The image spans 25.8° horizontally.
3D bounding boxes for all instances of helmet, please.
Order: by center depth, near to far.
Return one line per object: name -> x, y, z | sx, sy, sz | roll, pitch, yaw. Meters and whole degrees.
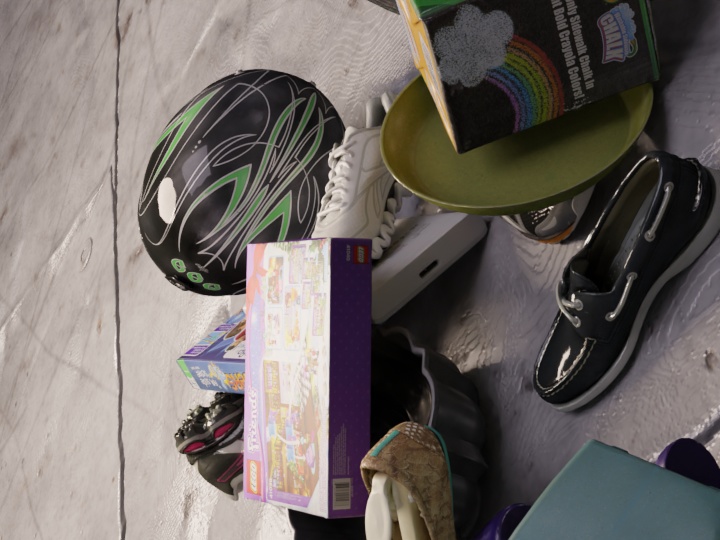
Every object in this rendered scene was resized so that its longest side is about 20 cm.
helmet -> -0.101, -0.081, 1.433 | 0.190, 0.199, 0.201 | -37, 43, 49

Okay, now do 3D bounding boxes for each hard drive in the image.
hard drive -> 0.000, 0.000, 1.297 | 0.132, 0.027, 0.199 | -40, 19, -27

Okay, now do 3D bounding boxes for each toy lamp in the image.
toy lamp -> 0.142, 0.162, 1.003 | 0.200, 0.058, 0.059 | -33, 46, 49

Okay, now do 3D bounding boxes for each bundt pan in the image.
bundt pan -> 0.026, 0.147, 1.189 | 0.202, 0.075, 0.203 | -38, 43, 46

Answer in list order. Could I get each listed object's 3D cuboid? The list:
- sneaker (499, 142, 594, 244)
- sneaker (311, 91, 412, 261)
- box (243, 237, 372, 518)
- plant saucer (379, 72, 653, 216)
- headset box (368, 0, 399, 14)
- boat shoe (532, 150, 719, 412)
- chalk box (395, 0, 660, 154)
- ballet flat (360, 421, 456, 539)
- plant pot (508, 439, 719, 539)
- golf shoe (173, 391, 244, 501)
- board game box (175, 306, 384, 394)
sneaker -> 0.106, -0.076, 1.186 | 0.200, 0.077, 0.079 | 29, 97, 60
sneaker -> -0.003, -0.065, 1.283 | 0.075, 0.081, 0.201 | -13, 35, 45
box -> -0.041, 0.077, 1.179 | 0.137, 0.039, 0.202 | -1, 88, 59
plant saucer -> 0.113, -0.102, 1.134 | 0.198, 0.031, 0.201 | -12, 41, 10
headset box -> 0.069, -0.302, 1.366 | 0.200, 0.092, 0.175 | 36, 105, 61
boat shoe -> 0.164, 0.006, 1.051 | 0.201, 0.060, 0.076 | -60, 31, 18
chalk box -> 0.131, -0.193, 1.107 | 0.199, 0.125, 0.124 | -21, 41, -1
ballet flat -> 0.037, 0.203, 1.057 | 0.070, 0.065, 0.202 | -4, 102, 51
plant pot -> 0.140, 0.205, 0.859 | 0.141, 0.141, 0.201 | 19, 85, 32
golf shoe -> -0.066, 0.127, 1.379 | 0.199, 0.088, 0.077 | -29, 13, 24
board game box -> -0.064, 0.054, 1.365 | 0.135, 0.035, 0.200 | -38, 17, -24
